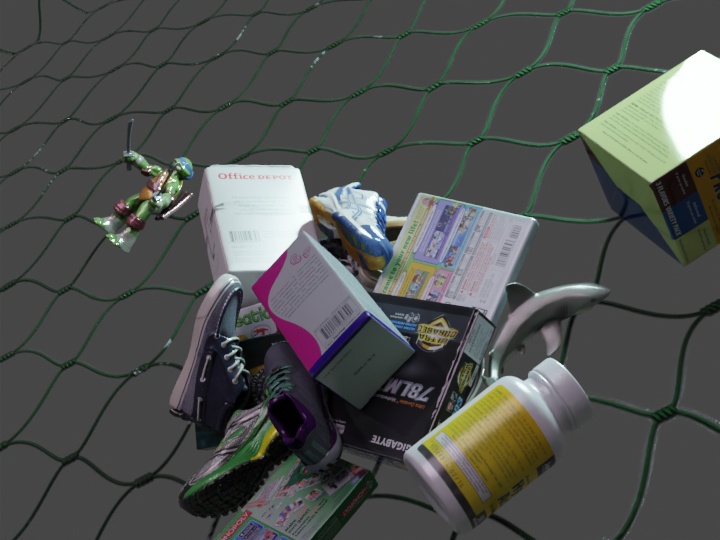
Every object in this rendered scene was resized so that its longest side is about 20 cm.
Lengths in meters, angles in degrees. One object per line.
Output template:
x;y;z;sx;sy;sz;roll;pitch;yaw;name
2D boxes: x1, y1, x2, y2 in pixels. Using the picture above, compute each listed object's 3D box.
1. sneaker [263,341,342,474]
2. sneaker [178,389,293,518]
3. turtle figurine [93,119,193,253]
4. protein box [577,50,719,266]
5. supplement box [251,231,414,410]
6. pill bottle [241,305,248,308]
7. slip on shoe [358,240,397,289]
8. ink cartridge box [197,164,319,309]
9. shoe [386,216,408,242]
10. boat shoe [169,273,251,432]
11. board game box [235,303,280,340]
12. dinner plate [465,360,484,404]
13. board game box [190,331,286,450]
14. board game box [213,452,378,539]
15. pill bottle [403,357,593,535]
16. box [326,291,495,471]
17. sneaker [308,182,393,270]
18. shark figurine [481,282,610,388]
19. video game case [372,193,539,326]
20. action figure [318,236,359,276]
-0.083;0.146;1.581;0.074;0.087;0.201;-38;45;9;sneaker
-0.149;0.230;1.651;0.199;0.078;0.085;-39;50;-18;sneaker
-0.395;-0.144;2.307;0.194;0.144;0.200;-49;-11;2;turtle figurine
0.421;-0.146;1.665;0.199;0.136;0.199;-32;31;-3;protein box
-0.037;0.058;1.598;0.101;0.103;0.200;-46;42;6;supplement box
-0.151;0.030;1.918;0.108;0.110;0.201;-11;37;28;pill bottle
0.094;-0.024;1.769;0.197;0.061;0.077;-7;52;-10;slip on shoe
-0.141;-0.049;1.857;0.145;0.083;0.202;-1;49;-19;ink cartridge box
0.037;-0.058;1.922;0.198;0.070;0.054;-3;48;40;shoe
-0.173;0.113;1.711;0.092;0.074;0.202;23;100;23;boat shoe
-0.117;0.105;1.776;0.198;0.128;0.035;-17;-4;22;board game box
0.067;0.153;1.647;0.198;0.024;0.201;-21;34;14;dinner plate
-0.133;0.155;1.732;0.198;0.028;0.137;-12;75;26;board game box
-0.087;0.300;1.564;0.200;0.029;0.134;-46;34;-23;board game box
0.154;0.187;1.442;0.199;0.112;0.111;-37;32;-9;pill bottle
0.043;0.131;1.585;0.199;0.050;0.200;9;67;45;box
0.004;-0.071;1.772;0.087;0.076;0.200;-28;35;-13;sneaker
0.191;0.066;1.608;0.214;0.090;0.127;-44;33;-24;shark figurine
0.112;0.006;1.685;0.180;0.022;0.202;15;71;33;video game case
0.000;0.000;1.847;0.118;0.102;0.201;-26;47;11;action figure
